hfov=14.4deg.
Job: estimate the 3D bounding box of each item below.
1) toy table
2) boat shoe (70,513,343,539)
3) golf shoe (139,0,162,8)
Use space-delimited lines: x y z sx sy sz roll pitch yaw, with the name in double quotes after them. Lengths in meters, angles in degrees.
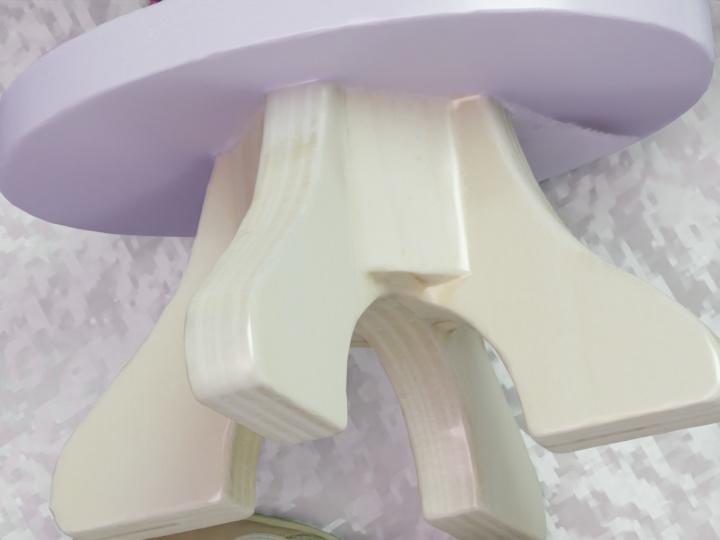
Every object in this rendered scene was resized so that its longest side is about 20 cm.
0.000 0.000 0.743 0.200 0.184 0.118 -18 66 32 "toy table"
-0.020 0.108 0.791 0.199 0.065 0.072 5 90 22 "boat shoe"
-0.051 -0.101 0.774 0.199 0.075 0.092 -1 54 7 "golf shoe"
